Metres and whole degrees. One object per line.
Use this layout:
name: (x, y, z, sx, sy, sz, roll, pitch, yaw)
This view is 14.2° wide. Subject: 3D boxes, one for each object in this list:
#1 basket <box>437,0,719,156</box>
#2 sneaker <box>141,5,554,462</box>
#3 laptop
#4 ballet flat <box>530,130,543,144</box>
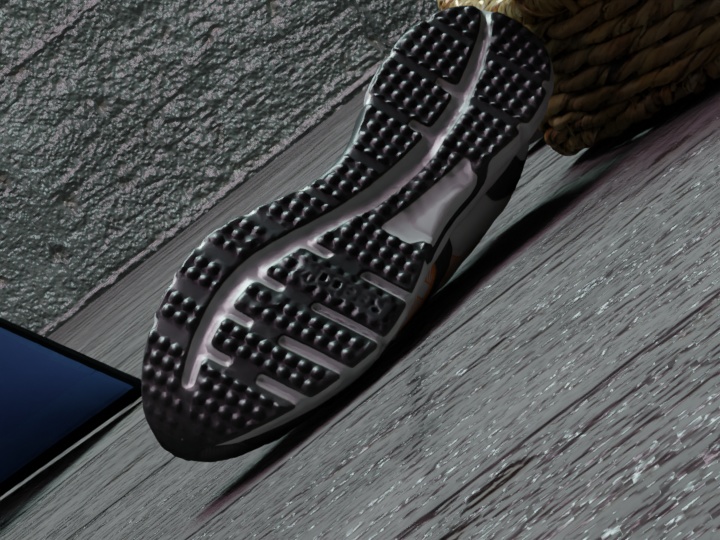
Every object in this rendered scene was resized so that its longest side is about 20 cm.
basket: (0.102, -0.146, 1.035, 0.143, 0.149, 0.200, -41, 7, -32)
sneaker: (0.000, 0.000, 0.995, 0.200, 0.074, 0.080, -46, -21, -27)
laptop: (-0.235, 0.108, 1.474, 0.177, 0.103, 0.200, -36, 9, 32)
ballet flat: (0.114, -0.120, 1.299, 0.067, 0.046, 0.200, -31, 8, 48)
